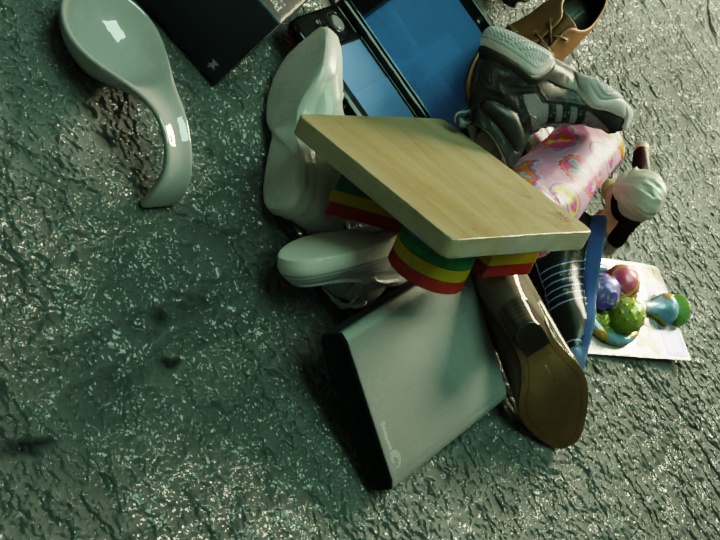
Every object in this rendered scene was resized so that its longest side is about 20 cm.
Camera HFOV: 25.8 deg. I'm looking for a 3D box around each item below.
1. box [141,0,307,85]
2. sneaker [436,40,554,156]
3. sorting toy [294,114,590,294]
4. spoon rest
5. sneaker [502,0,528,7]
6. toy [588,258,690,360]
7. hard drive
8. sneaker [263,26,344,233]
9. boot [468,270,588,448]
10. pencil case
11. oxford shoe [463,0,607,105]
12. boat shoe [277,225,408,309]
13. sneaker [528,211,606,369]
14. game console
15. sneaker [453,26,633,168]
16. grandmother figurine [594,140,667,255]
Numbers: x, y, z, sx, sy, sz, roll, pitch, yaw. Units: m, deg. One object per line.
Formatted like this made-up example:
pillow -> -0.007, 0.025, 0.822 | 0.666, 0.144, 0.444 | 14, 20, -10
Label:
box -> -0.110, -0.294, 1.456 | 0.149, 0.107, 0.200 | 48, 41, -9
sneaker -> 0.130, -0.165, 1.624 | 0.200, 0.081, 0.089 | 40, 40, -16
sorting toy -> 0.063, -0.055, 1.368 | 0.197, 0.070, 0.200 | -4, 36, -48
spoon rest -> -0.188, -0.155, 1.316 | 0.099, 0.060, 0.202 | -10, 71, -48
sneaker -> 0.202, -0.361, 1.844 | 0.088, 0.073, 0.200 | 57, 41, -3
toy -> 0.280, 0.030, 1.662 | 0.198, 0.047, 0.116 | 9, 57, -42
hard drive -> 0.050, 0.086, 1.374 | 0.199, 0.033, 0.141 | -30, 106, -50
sneaker -> -0.036, -0.124, 1.444 | 0.088, 0.075, 0.202 | 28, 57, -36
boot -> 0.151, 0.056, 1.493 | 0.147, 0.070, 0.201 | -116, -176, -50
pencil case -> 0.193, -0.087, 1.554 | 0.088, 0.087, 0.200 | 50, 40, -5
oxford shoe -> 0.174, -0.224, 1.552 | 0.071, 0.071, 0.200 | 47, 63, -7
boat shoe -> 0.000, 0.000, 1.394 | 0.199, 0.071, 0.070 | -16, 111, -56
sneaker -> 0.197, 0.027, 1.574 | 0.077, 0.070, 0.202 | 10, 61, 4
game console -> 0.053, -0.202, 1.538 | 0.201, 0.118, 0.172 | 54, 29, 1
sneaker -> 0.169, -0.147, 1.501 | 0.199, 0.115, 0.075 | 23, 9, -37
grandmother figurine -> 0.281, -0.074, 1.630 | 0.060, 0.200, 0.123 | 7, 91, 1
